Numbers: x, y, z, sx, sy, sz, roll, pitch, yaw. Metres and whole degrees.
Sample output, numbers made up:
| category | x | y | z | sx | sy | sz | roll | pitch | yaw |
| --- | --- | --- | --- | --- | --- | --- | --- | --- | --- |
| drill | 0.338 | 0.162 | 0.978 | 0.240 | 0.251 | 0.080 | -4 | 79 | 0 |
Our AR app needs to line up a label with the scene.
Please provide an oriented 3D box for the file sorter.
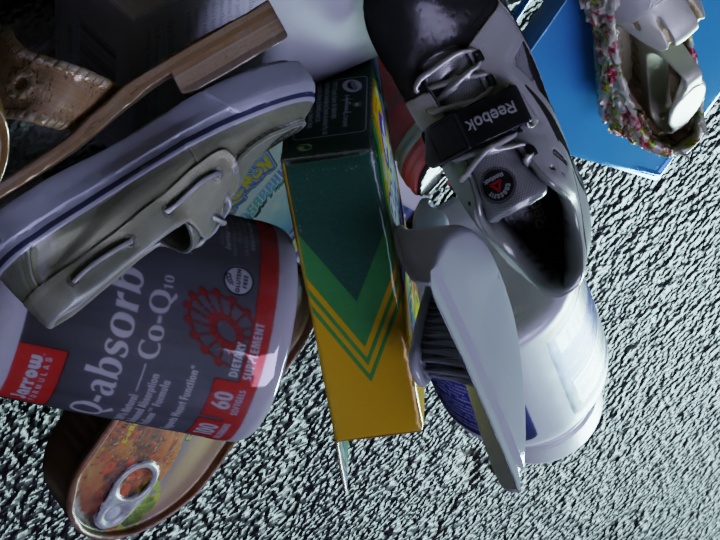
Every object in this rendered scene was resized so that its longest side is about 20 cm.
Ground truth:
| category | x | y | z | sx | sy | sz | roll | pitch | yaw |
| --- | --- | --- | --- | --- | --- | --- | --- | --- | --- |
| file sorter | 0.124 | -0.156 | 1.487 | 0.200 | 0.123 | 0.139 | 11 | 119 | -53 |

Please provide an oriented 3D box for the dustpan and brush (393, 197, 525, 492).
| category | x | y | z | sx | sy | sz | roll | pitch | yaw |
| --- | --- | --- | --- | --- | --- | --- | --- | --- | --- |
| dustpan and brush | 0.046 | 0.013 | 1.368 | 0.057 | 0.200 | 0.140 | -14 | 121 | 18 |

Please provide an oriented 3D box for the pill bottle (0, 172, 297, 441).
| category | x | y | z | sx | sy | sz | roll | pitch | yaw |
| --- | --- | --- | --- | --- | --- | --- | --- | --- | --- |
| pill bottle | -0.141 | 0.014 | 1.318 | 0.199 | 0.116 | 0.116 | 12 | 125 | -16 |

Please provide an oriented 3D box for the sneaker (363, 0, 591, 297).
| category | x | y | z | sx | sy | sz | roll | pitch | yaw |
| --- | --- | --- | --- | --- | --- | --- | --- | --- | --- |
| sneaker | 0.070 | -0.072 | 1.351 | 0.074 | 0.089 | 0.200 | -30 | 115 | 11 |

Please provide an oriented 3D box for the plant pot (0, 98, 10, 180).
| category | x | y | z | sx | sy | sz | roll | pitch | yaw |
| --- | --- | --- | --- | --- | --- | --- | --- | --- | --- |
| plant pot | -0.235 | -0.094 | 1.071 | 0.186 | 0.200 | 0.187 | -30 | 147 | -22 |

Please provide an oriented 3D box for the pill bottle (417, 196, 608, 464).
| category | x | y | z | sx | sy | sz | roll | pitch | yaw |
| --- | --- | --- | --- | --- | --- | --- | --- | --- | --- |
| pill bottle | 0.098 | 0.046 | 1.697 | 0.120 | 0.120 | 0.200 | -39 | 149 | -8 |

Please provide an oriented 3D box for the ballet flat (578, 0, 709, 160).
| category | x | y | z | sx | sy | sz | roll | pitch | yaw |
| --- | --- | --- | --- | --- | --- | --- | --- | --- | --- |
| ballet flat | 0.157 | -0.130 | 1.378 | 0.076 | 0.064 | 0.200 | -37 | 147 | -10 |

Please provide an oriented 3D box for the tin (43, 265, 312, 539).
| category | x | y | z | sx | sy | sz | roll | pitch | yaw |
| --- | --- | --- | --- | --- | --- | --- | --- | --- | --- |
| tin | -0.102 | 0.066 | 1.469 | 0.112 | 0.042 | 0.200 | 18 | 113 | -50 |

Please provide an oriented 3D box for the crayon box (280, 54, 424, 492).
| category | x | y | z | sx | sy | sz | roll | pitch | yaw |
| --- | --- | --- | --- | --- | --- | --- | --- | --- | --- |
| crayon box | 0.000 | 0.000 | 1.393 | 0.051 | 0.126 | 0.201 | -7 | 118 | 5 |

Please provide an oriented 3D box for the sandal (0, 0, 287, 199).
| category | x | y | z | sx | sy | sz | roll | pitch | yaw |
| --- | --- | --- | --- | --- | --- | --- | --- | --- | --- |
| sandal | -0.142 | -0.089 | 1.230 | 0.211 | 0.070 | 0.078 | -30 | -175 | -6 |

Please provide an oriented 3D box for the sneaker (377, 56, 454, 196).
| category | x | y | z | sx | sy | sz | roll | pitch | yaw |
| --- | --- | --- | --- | --- | --- | --- | --- | --- | --- |
| sneaker | 0.043 | -0.100 | 1.514 | 0.074 | 0.087 | 0.200 | -46 | 173 | 11 |

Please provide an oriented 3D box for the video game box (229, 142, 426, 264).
| category | x | y | z | sx | sy | sz | roll | pitch | yaw |
| --- | --- | --- | --- | --- | --- | --- | --- | --- | --- |
| video game box | -0.069 | -0.013 | 1.506 | 0.200 | 0.047 | 0.182 | -50 | 146 | 10 |

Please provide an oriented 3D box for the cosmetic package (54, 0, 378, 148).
| category | x | y | z | sx | sy | sz | roll | pitch | yaw |
| --- | --- | --- | --- | --- | --- | --- | --- | --- | --- |
| cosmetic package | -0.056 | -0.144 | 1.341 | 0.199 | 0.074 | 0.102 | -26 | 144 | -30 |

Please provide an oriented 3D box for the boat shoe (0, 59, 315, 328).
| category | x | y | z | sx | sy | sz | roll | pitch | yaw |
| --- | --- | --- | --- | --- | --- | --- | --- | --- | --- |
| boat shoe | -0.096 | -0.037 | 1.264 | 0.200 | 0.062 | 0.072 | -32 | 177 | -28 |
